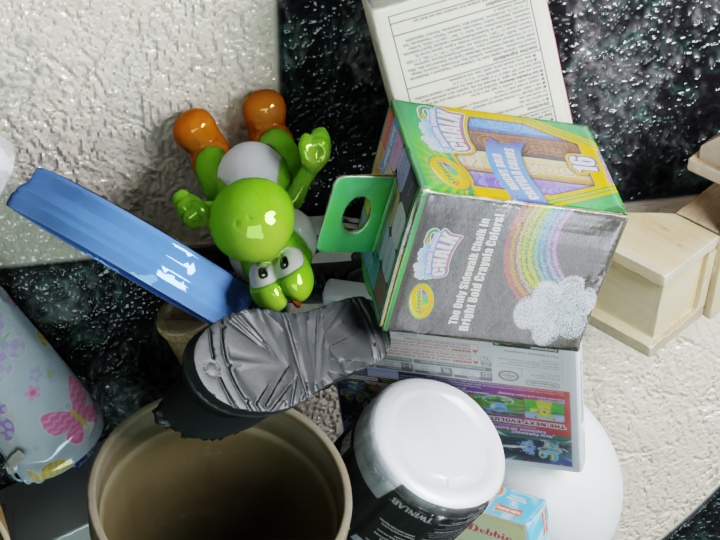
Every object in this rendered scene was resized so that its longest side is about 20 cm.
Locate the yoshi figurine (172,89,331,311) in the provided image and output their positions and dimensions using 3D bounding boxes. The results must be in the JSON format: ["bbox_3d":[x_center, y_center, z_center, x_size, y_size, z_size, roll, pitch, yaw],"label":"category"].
[{"bbox_3d":[-0.079,-0.061,1.606,0.111,0.201,0.113,17,123,-30],"label":"yoshi figurine"}]

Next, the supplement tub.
[{"bbox_3d":[0.018,0.183,1.747,0.122,0.123,0.200,16,140,-22],"label":"supplement tub"}]

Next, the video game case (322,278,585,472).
[{"bbox_3d":[0.076,0.084,1.731,0.199,0.023,0.183,6,139,13],"label":"video game case"}]

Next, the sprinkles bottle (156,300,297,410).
[{"bbox_3d":[-0.094,0.100,1.794,0.068,0.068,0.201,-24,125,4],"label":"sprinkles bottle"}]

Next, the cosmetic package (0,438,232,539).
[{"bbox_3d":[-0.200,0.194,1.814,0.199,0.102,0.071,-27,123,5],"label":"cosmetic package"}]

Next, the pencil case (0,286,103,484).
[{"bbox_3d":[-0.286,0.076,1.727,0.091,0.083,0.200,-41,124,-11],"label":"pencil case"}]

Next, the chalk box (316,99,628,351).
[{"bbox_3d":[0.068,-0.035,1.576,0.199,0.124,0.125,8,123,-15],"label":"chalk box"}]

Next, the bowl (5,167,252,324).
[{"bbox_3d":[-0.166,-0.014,1.634,0.200,0.200,0.040,33,85,-28],"label":"bowl"}]

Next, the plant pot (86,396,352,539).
[{"bbox_3d":[-0.112,0.220,1.694,0.199,0.201,0.174,-3,139,-10],"label":"plant pot"}]

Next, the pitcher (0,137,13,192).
[{"bbox_3d":[-0.357,-0.127,1.559,0.170,0.122,0.201,-9,138,12],"label":"pitcher"}]

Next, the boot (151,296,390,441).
[{"bbox_3d":[-0.088,0.078,1.576,0.198,0.074,0.162,-15,172,-47],"label":"boot"}]

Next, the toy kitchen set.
[{"bbox_3d":[0.228,-0.076,1.746,0.200,0.180,0.164,-32,140,-40],"label":"toy kitchen set"}]

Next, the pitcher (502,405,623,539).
[{"bbox_3d":[0.123,0.151,1.858,0.171,0.121,0.201,-13,116,20],"label":"pitcher"}]

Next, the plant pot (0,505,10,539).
[{"bbox_3d":[-0.365,0.167,1.700,0.185,0.200,0.187,-6,124,-9],"label":"plant pot"}]

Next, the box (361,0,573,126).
[{"bbox_3d":[0.079,-0.151,1.640,0.127,0.109,0.201,-16,125,0],"label":"box"}]

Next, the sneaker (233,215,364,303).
[{"bbox_3d":[0.000,0.000,1.734,0.199,0.091,0.067,-8,124,-7],"label":"sneaker"}]

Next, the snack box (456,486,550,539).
[{"bbox_3d":[0.066,0.218,1.853,0.199,0.037,0.117,15,131,30],"label":"snack box"}]
